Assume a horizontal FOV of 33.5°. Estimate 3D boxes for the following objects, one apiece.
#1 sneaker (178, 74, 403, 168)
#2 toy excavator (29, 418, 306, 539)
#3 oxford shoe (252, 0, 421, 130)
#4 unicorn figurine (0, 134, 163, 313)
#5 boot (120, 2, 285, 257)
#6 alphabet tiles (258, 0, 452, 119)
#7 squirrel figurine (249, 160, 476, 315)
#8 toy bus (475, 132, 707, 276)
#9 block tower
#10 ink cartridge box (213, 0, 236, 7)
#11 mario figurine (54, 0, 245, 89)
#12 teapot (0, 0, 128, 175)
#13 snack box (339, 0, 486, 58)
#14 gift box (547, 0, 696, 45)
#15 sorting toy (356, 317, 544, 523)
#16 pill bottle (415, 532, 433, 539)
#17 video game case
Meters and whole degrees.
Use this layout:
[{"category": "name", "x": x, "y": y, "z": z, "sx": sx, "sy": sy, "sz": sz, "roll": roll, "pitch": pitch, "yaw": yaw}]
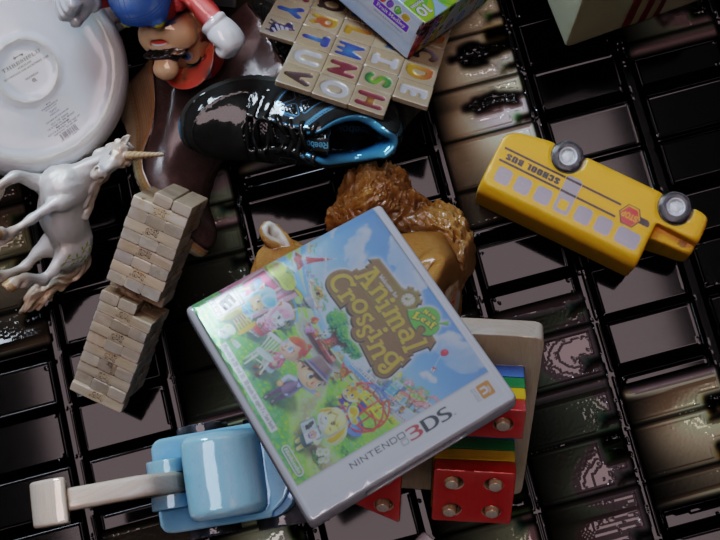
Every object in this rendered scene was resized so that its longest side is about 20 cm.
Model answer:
[{"category": "sneaker", "x": -0.059, "y": -0.127, "z": 1.041, "sx": 0.197, "sy": 0.082, "sz": 0.074, "roll": -3, "pitch": 114, "yaw": -6}, {"category": "toy excavator", "x": -0.152, "y": 0.175, "z": 0.995, "sx": 0.192, "sy": 0.200, "sz": 0.101, "roll": -11, "pitch": 78, "yaw": 9}, {"category": "oxford shoe", "x": -0.017, "y": -0.207, "z": 1.143, "sx": 0.199, "sy": 0.073, "sz": 0.084, "roll": 35, "pitch": 56, "yaw": 12}, {"category": "unicorn figurine", "x": -0.265, "y": -0.050, "z": 1.056, "sx": 0.137, "sy": 0.200, "sz": 0.074, "roll": -27, "pitch": 72, "yaw": -30}, {"category": "boot", "x": -0.132, "y": -0.132, "z": 1.106, "sx": 0.165, "sy": 0.072, "sz": 0.202, "roll": -29, "pitch": 70, "yaw": 13}, {"category": "alphabet tiles", "x": -0.006, "y": -0.208, "z": 1.092, "sx": 0.165, "sy": 0.008, "sz": 0.201, "roll": 18, "pitch": 41, "yaw": 0}, {"category": "squirrel figurine", "x": 0.000, "y": 0.000, "z": 1.074, "sx": 0.185, "sy": 0.142, "sz": 0.201, "roll": 11, "pitch": 57, "yaw": 19}, {"category": "toy bus", "x": 0.211, "y": -0.058, "z": 1.096, "sx": 0.198, "sy": 0.065, "sz": 0.079, "roll": 27, "pitch": 81, "yaw": 7}, {"category": "block tower", "x": -0.197, "y": 0.021, "z": 1.064, "sx": 0.054, "sy": 0.058, "sz": 0.202, "roll": 23, "pitch": 105, "yaw": 4}, {"category": "ink cartridge box", "x": -0.209, "y": -0.314, "z": 1.091, "sx": 0.173, "sy": 0.200, "sz": 0.085, "roll": 6, "pitch": 87, "yaw": 3}, {"category": "mario figurine", "x": -0.179, "y": -0.211, "z": 1.010, "sx": 0.106, "sy": 0.200, "sz": 0.123, "roll": -46, "pitch": 57, "yaw": 1}, {"category": "teapot", "x": -0.307, "y": -0.180, "z": 1.103, "sx": 0.198, "sy": 0.146, "sz": 0.200, "roll": 9, "pitch": 91, "yaw": -16}, {"category": "snack box", "x": 0.018, "y": -0.306, "z": 1.129, "sx": 0.200, "sy": 0.053, "sz": 0.142, "roll": 43, "pitch": 51, "yaw": 9}, {"category": "gift box", "x": 0.253, "y": -0.344, "z": 1.091, "sx": 0.198, "sy": 0.187, "sz": 0.186, "roll": -24, "pitch": 79, "yaw": -2}, {"category": "sorting toy", "x": 0.045, "y": 0.133, "z": 0.994, "sx": 0.196, "sy": 0.201, "sz": 0.070, "roll": 3, "pitch": 43, "yaw": 3}, {"category": "pill bottle", "x": 0.021, "y": 0.327, "z": 1.001, "sx": 0.114, "sy": 0.114, "sz": 0.200, "roll": 41, "pitch": 82, "yaw": 9}, {"category": "video game case", "x": -0.010, "y": 0.066, "z": 0.916, "sx": 0.181, "sy": 0.022, "sz": 0.201, "roll": -28, "pitch": 64, "yaw": -14}]
